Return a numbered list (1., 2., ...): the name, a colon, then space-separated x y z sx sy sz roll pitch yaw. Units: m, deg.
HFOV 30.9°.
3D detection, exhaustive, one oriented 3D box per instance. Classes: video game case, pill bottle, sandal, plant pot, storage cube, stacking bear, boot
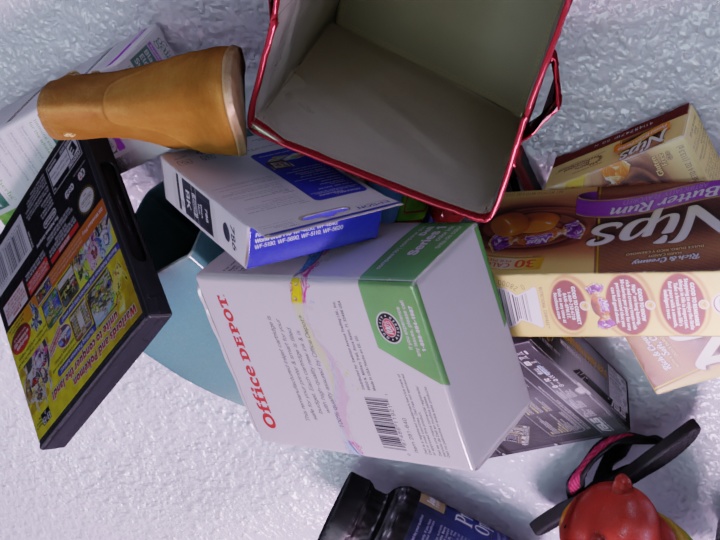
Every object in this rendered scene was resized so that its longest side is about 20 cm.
1. video game case: -0.226 0.012 1.016 0.200 0.025 0.182 -46 58 39
2. pill bottle: 0.060 0.270 1.204 0.198 0.112 0.112 27 129 1
3. sandal: 0.206 0.170 1.110 0.200 0.075 0.045 -44 67 44
4. plant pot: -0.087 0.022 1.066 0.140 0.142 0.200 -26 122 40
5. storage cube: 0.048 -0.171 0.858 0.198 0.180 0.172 20 128 5
6. stacking bear: 0.222 0.242 1.065 0.113 0.122 0.201 17 154 39
7. boot: -0.149 -0.111 0.887 0.142 0.201 0.072 -2 92 -6

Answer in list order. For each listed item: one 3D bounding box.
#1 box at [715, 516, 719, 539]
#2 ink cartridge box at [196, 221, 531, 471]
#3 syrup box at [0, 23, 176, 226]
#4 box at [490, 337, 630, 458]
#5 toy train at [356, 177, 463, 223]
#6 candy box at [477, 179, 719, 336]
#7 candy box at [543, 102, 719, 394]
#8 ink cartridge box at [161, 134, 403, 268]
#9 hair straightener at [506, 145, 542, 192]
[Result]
1. box: 0.369 0.176 1.053 0.115 0.060 0.202 16 127 10
2. ink cartridge box: 0.000 0.047 0.901 0.198 0.084 0.146 2 121 40
3. syrup box: -0.229 -0.116 1.065 0.198 0.082 0.079 -20 115 32
4. box: 0.108 0.089 1.044 0.157 0.049 0.200 -15 147 30
5. toy train: 0.000 0.000 1.007 0.085 0.115 0.202 43 128 42
6. candy box: 0.174 -0.008 0.892 0.198 0.117 0.057 -2 122 26
7. candy box: 0.235 -0.011 0.976 0.114 0.055 0.201 -19 115 32
8. ink cartridge box: -0.057 -0.046 0.880 0.098 0.200 0.040 -13 114 -22
9. hair straightener: 0.114 -0.036 1.014 0.076 0.041 0.201 -17 116 29
